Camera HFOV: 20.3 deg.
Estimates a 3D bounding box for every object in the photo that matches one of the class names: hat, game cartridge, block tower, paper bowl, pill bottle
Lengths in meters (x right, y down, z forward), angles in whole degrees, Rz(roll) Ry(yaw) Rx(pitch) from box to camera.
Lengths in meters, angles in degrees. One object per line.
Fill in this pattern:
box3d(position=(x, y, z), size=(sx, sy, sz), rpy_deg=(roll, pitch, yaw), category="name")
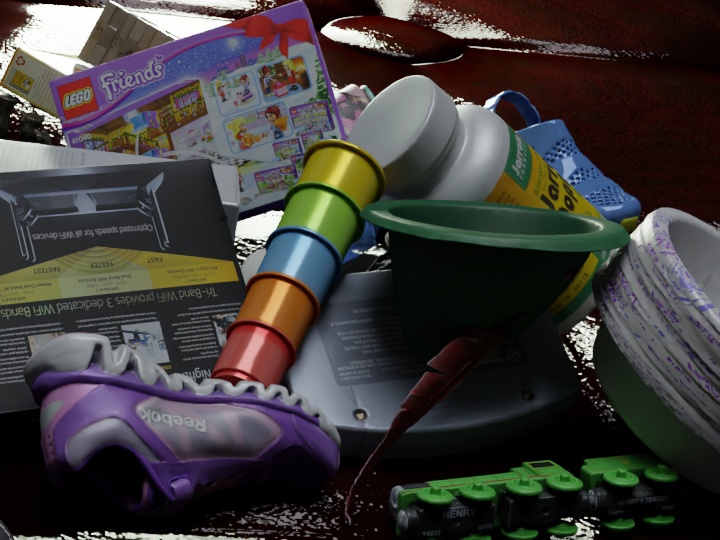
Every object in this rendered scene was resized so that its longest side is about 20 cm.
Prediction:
box3d(position=(0.067, 0.053, 1.281), size=(0.198, 0.178, 0.166), rpy_deg=(2, 9, -19), category="hat")
box3d(position=(0.037, 0.059, 1.309), size=(0.198, 0.041, 0.134), rpy_deg=(-5, 49, -20), category="game cartridge")
box3d(position=(-0.123, -0.141, 1.586), size=(0.199, 0.054, 0.058), rpy_deg=(32, 6, 15), category="block tower")
box3d(position=(0.230, 0.064, 1.296), size=(0.200, 0.104, 0.201), rpy_deg=(35, 22, -16), category="paper bowl")
box3d(position=(0.084, -0.046, 1.422), size=(0.200, 0.113, 0.113), rpy_deg=(40, 7, -31), category="pill bottle")

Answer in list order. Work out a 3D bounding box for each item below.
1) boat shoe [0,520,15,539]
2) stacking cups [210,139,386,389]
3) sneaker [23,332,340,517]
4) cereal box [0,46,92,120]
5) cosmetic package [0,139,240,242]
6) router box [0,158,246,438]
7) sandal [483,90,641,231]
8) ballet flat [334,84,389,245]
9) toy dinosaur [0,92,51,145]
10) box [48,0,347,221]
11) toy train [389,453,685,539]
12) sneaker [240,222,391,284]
box3d(position=(-0.237, 0.117, 1.096), size=(0.065, 0.072, 0.199), rpy_deg=(-18, 29, -38), category="boat shoe")
box3d(position=(-0.046, 0.003, 1.274), size=(0.060, 0.061, 0.201), rpy_deg=(16, 50, 15), category="stacking cups")
box3d(position=(-0.104, 0.107, 1.171), size=(0.199, 0.080, 0.089), rpy_deg=(17, 52, -25), category="sneaker")
box3d(position=(-0.169, -0.109, 1.568), size=(0.199, 0.040, 0.144), rpy_deg=(31, 8, 10), category="cereal box")
box3d(position=(-0.188, -0.025, 1.400), size=(0.198, 0.102, 0.071), rpy_deg=(6, 24, -7), category="cosmetic package")
box3d(position=(-0.170, 0.015, 1.264), size=(0.199, 0.052, 0.158), rpy_deg=(-5, 69, -32), category="router box")
box3d(position=(0.156, -0.089, 1.698), size=(0.079, 0.088, 0.199), rpy_deg=(-12, 33, -45), category="sandal")
box3d(position=(0.032, -0.060, 1.580), size=(0.071, 0.069, 0.200), rpy_deg=(-38, 73, -11), category="ballet flat")
box3d(position=(-0.274, -0.072, 1.498), size=(0.199, 0.103, 0.077), rpy_deg=(27, 18, 19), category="toy dinosaur")
box3d(position=(-0.114, -0.101, 1.466), size=(0.199, 0.138, 0.039), rpy_deg=(-17, -7, 4), category="box")
box3d(position=(0.106, 0.138, 1.220), size=(0.199, 0.042, 0.056), rpy_deg=(-2, 16, -25), category="toy train")
box3d(position=(0.000, 0.001, 1.441), size=(0.111, 0.077, 0.200), rpy_deg=(17, 24, 19), category="sneaker")
